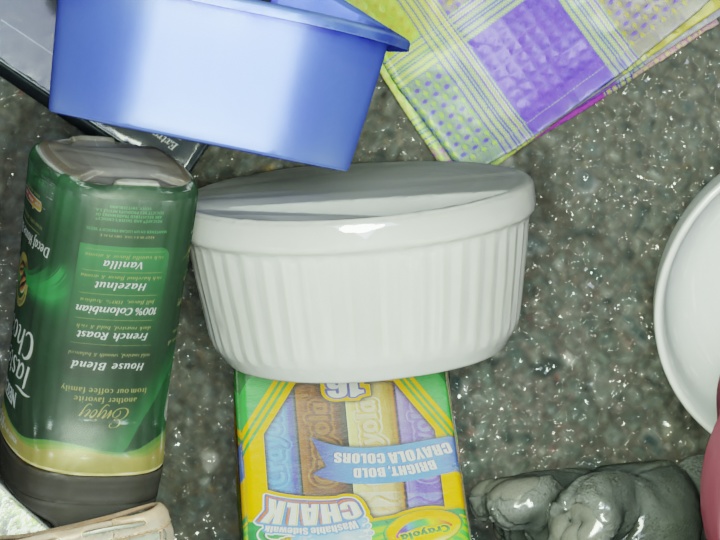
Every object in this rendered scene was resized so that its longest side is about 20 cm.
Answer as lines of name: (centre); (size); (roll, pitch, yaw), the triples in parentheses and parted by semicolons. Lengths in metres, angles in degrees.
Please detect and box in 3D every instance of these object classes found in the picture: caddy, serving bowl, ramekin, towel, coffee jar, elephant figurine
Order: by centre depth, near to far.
caddy: (-0.075, -0.118, 1.547); (0.199, 0.141, 0.105); (11, 91, -5)
coffee jar: (-0.144, 0.035, 1.585); (0.085, 0.104, 0.201); (2, 106, -21)
ramekin: (0.000, 0.000, 1.631); (0.202, 0.202, 0.095); (-4, 100, -4)
elephant figurine: (0.131, 0.212, 1.666); (0.155, 0.141, 0.201); (-7, 88, 21)
serving bowl: (0.262, 0.010, 1.694); (0.199, 0.066, 0.201); (-2, 110, -5)
towel: (0.102, -0.159, 1.725); (0.200, 0.023, 0.144); (-33, 91, -4)

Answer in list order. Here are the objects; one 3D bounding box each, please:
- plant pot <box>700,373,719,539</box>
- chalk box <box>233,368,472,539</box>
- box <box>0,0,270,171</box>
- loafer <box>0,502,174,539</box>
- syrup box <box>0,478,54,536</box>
plant pot: (0.274, 0.099, 1.597); (0.199, 0.179, 0.201); (-2, 110, -4)
chalk box: (-0.006, 0.161, 1.607); (0.123, 0.200, 0.125); (-1, 132, -4)
box: (-0.109, -0.168, 1.669); (0.148, 0.107, 0.200); (34, 86, -3)
loafer: (-0.195, 0.150, 1.539); (0.199, 0.072, 0.063); (1, 99, -10)
syrup box: (-0.213, 0.154, 1.616); (0.200, 0.081, 0.079); (41, 85, 2)
